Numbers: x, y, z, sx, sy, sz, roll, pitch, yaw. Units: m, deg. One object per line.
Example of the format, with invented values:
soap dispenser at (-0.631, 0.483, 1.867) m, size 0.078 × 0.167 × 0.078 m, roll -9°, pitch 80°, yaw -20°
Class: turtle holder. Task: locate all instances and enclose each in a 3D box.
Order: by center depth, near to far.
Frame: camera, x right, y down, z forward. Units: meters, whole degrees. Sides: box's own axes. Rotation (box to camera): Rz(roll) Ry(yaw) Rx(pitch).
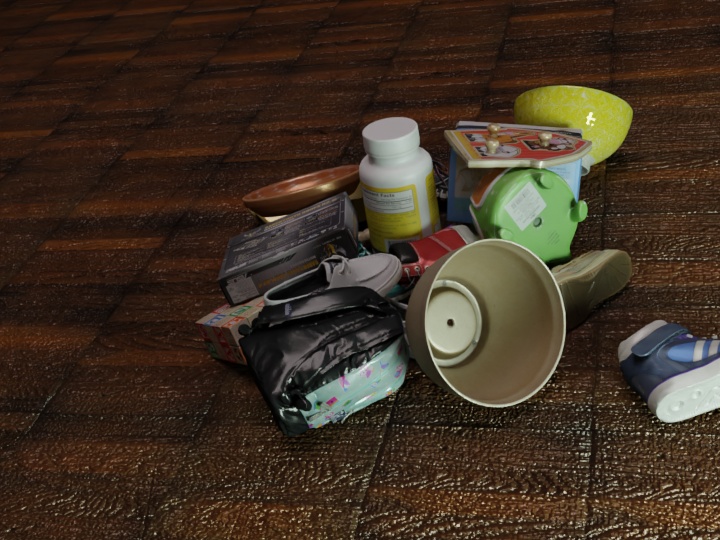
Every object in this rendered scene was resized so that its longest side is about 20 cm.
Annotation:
turtle holder at (0.237, -0.079, 1.393) m, size 0.185 × 0.142 × 0.132 m, roll 12°, pitch 15°, yaw -31°

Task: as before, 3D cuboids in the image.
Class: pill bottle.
pill bottle at (0.058, -0.119, 1.472) m, size 0.110 × 0.201 × 0.112 m, roll -7°, pitch 31°, yaw 4°

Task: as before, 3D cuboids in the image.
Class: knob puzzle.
knob puzzle at (0.232, -0.185, 1.406) m, size 0.218 × 0.031 × 0.220 m, roll 0°, pitch 21°, yaw 0°

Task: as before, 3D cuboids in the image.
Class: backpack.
backpack at (-0.037, 0.110, 1.258) m, size 0.199 × 0.127 × 0.167 m, roll -24°, pitch 52°, yaw -13°

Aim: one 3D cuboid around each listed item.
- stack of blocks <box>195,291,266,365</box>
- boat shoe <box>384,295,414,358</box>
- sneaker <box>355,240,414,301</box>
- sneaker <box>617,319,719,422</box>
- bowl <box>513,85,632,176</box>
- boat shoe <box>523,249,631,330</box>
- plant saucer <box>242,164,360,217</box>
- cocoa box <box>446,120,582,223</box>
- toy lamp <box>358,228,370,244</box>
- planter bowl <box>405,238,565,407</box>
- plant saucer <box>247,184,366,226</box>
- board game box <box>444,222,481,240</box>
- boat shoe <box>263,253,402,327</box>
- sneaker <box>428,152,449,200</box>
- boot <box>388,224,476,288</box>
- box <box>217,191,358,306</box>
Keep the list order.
stack of blocks at (-0.119, 0.053, 1.405) m, size 0.199 × 0.059 × 0.115 m, roll -33°, pitch 18°, yaw -29°
boat shoe at (0.026, 0.061, 1.374) m, size 0.199 × 0.067 × 0.074 m, roll 13°, pitch 38°, yaw 36°
sneaker at (0.000, 0.000, 1.469) m, size 0.199 × 0.080 × 0.078 m, roll 10°, pitch 37°, yaw 29°
sneaker at (0.410, 0.094, 1.188) m, size 0.199 × 0.081 × 0.147 m, roll -18°, pitch 36°, yaw -1°
bowl at (0.349, -0.220, 1.659) m, size 0.199 × 0.200 × 0.108 m, roll 5°, pitch 77°, yaw 24°
boat shoe at (0.284, 0.025, 1.354) m, size 0.199 × 0.073 × 0.065 m, roll -29°, pitch 26°, yaw -29°
plant saucer at (-0.088, -0.124, 1.576) m, size 0.199 × 0.038 × 0.200 m, roll -14°, pitch 11°, yaw 3°
cocoa box at (0.239, -0.149, 1.538) m, size 0.198 × 0.134 × 0.131 m, roll 5°, pitch 23°, yaw 9°
toy lamp at (0.019, -0.060, 1.581) m, size 0.199 × 0.059 × 0.058 m, roll -23°, pitch 34°, yaw -19°
planter bowl at (0.138, 0.065, 1.242) m, size 0.199 × 0.201 × 0.135 m, roll -26°, pitch 8°, yaw -23°
plant saucer at (-0.076, -0.097, 1.644) m, size 0.199 × 0.049 × 0.200 m, roll -17°, pitch 16°, yaw -10°
board game box at (0.159, -0.031, 1.517) m, size 0.199 × 0.032 × 0.120 m, roll -31°, pitch 41°, yaw -30°
boat shoe at (-0.038, 0.016, 1.323) m, size 0.199 × 0.069 × 0.072 m, roll -21°, pitch 39°, yaw -8°
sneaker at (0.108, -0.162, 1.649) m, size 0.199 × 0.075 × 0.081 m, roll 8°, pitch 14°, yaw -28°
boot at (0.123, 0.021, 1.370) m, size 0.143 × 0.073 × 0.200 m, roll -14°, pitch 43°, yaw -23°
box at (-0.102, -0.034, 1.437) m, size 0.199 × 0.049 × 0.159 m, roll -22°, pitch 21°, yaw 8°
